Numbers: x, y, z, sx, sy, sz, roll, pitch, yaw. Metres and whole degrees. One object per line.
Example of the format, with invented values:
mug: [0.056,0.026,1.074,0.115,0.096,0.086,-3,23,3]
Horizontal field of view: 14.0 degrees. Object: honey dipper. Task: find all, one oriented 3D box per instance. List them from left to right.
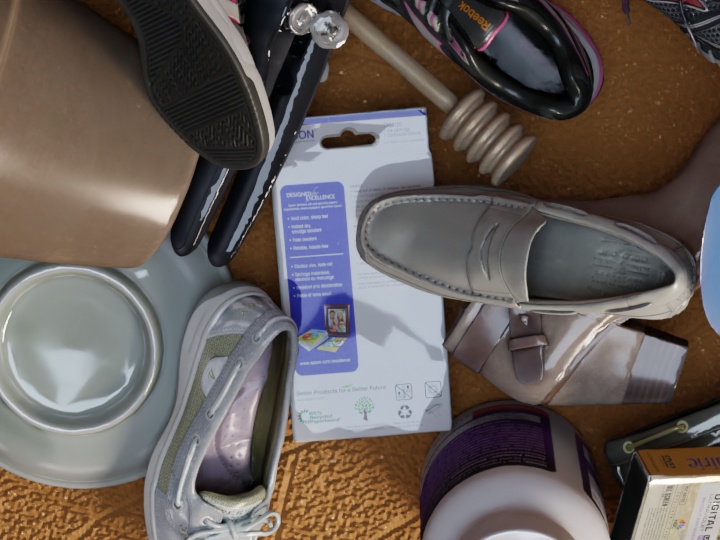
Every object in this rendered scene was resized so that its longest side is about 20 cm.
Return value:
honey dipper: [0.017,-0.128,1.698,0.200,0.038,0.038,43,102,8]

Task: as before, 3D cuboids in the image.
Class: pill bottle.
pill bottle: [0.089,0.156,1.706,0.110,0.200,0.112,0,104,1]

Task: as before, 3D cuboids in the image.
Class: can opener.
can opener: [-0.055,-0.096,1.688,0.063,0.079,0.201,12,102,-27]

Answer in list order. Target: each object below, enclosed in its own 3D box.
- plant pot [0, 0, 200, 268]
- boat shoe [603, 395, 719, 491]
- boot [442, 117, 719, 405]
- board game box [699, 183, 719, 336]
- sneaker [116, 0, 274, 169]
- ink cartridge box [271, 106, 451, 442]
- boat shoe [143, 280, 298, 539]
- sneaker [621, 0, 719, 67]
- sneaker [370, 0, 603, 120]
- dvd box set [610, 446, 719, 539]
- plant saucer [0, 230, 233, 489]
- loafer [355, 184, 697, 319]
plant pot: [-0.188,-0.079,1.667,0.174,0.200,0.201,21,104,-18]
boat shoe: [0.241,0.080,1.750,0.201,0.072,0.061,-31,91,2]
boot: [0.135,-0.016,1.726,0.145,0.070,0.201,17,87,4]
board game box: [0.236,-0.058,1.679,0.039,0.158,0.201,25,71,31]
sneaker: [-0.084,-0.166,1.620,0.083,0.121,0.201,-4,125,36]
ink cartridge box: [0.000,0.000,1.752,0.099,0.039,0.202,-3,106,2]
boat shoe: [-0.078,0.110,1.752,0.074,0.065,0.203,0,112,-35]
sneaker: [0.182,-0.169,1.632,0.199,0.075,0.081,26,85,31]
sneaker: [0.062,-0.158,1.685,0.199,0.086,0.081,34,101,-7]
dvd box set: [0.242,0.165,1.740,0.198,0.029,0.147,-2,128,-17]
plant saucer: [-0.171,0.041,1.760,0.198,0.050,0.202,0,104,1]
loafer: [0.093,-0.012,1.668,0.198,0.070,0.071,6,88,10]
